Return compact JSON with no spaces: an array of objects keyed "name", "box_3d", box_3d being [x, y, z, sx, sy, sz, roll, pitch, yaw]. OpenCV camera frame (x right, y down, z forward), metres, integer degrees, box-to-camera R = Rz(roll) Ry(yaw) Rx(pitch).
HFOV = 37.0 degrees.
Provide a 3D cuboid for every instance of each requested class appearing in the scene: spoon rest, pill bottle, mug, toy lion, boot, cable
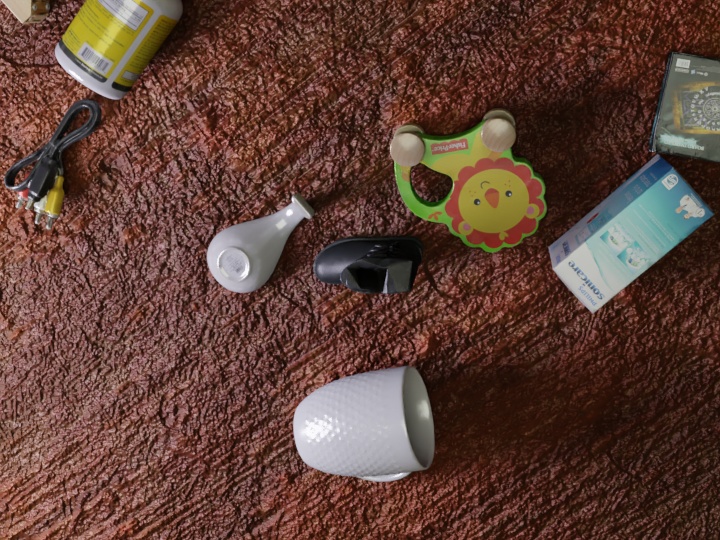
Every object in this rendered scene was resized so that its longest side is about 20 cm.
[{"name":"spoon rest","box_3d":[-0.140,-0.042,1.544,0.200,0.061,0.099,-37,95,27]},{"name":"pill bottle","box_3d":[-0.313,-0.342,1.451,0.112,0.112,0.200,39,104,-3]},{"name":"mug","box_3d":[0.010,0.239,1.550,0.175,0.148,0.200,-11,132,18]},{"name":"toy lion","box_3d":[0.153,-0.116,1.485,0.199,0.069,0.192,-8,110,9]},{"name":"boot","box_3d":[0.001,0.000,1.453,0.164,0.200,0.066,-13,101,10]},{"name":"cable","box_3d":[-0.446,-0.165,1.566,0.097,0.050,0.200,31,93,17]}]

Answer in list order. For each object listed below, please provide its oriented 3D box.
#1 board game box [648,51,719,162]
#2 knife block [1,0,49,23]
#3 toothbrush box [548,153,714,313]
[{"name":"board game box","box_3d":[0.497,-0.208,1.431,0.199,0.028,0.136,11,105,4]},{"name":"knife block","box_3d":[-0.523,-0.449,1.485,0.175,0.064,0.201,5,104,7]},{"name":"toothbrush box","box_3d":[0.353,-0.051,1.426,0.200,0.146,0.085,-43,94,15]}]
